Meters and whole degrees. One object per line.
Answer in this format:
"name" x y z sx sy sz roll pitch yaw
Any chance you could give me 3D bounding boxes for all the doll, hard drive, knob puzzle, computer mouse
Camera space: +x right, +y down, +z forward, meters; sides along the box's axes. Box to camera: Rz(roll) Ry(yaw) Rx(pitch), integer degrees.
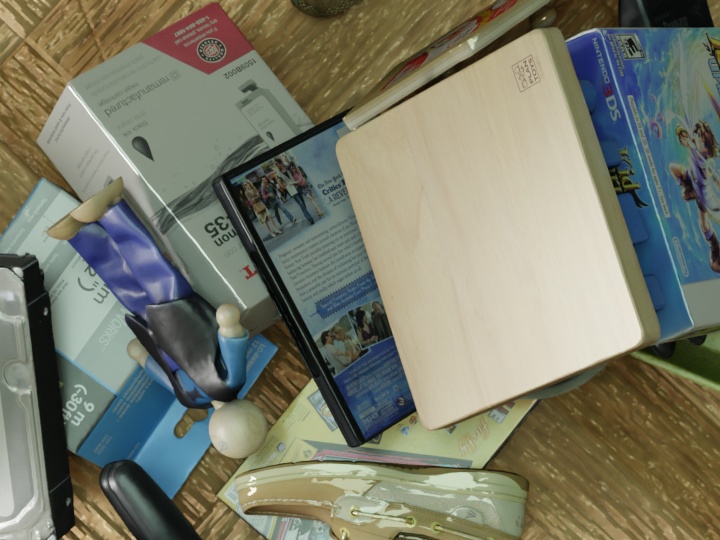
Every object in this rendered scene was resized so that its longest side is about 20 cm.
"doll" -0.126 0.038 1.598 0.048 0.136 0.200 -40 96 -35
"hard drive" -0.273 0.085 1.652 0.139 0.038 0.201 3 108 20
"knob puzzle" 0.094 -0.159 1.617 0.219 0.220 0.031 -34 96 0
"computer mouse" 0.227 -0.190 1.693 0.140 0.046 0.201 -30 107 -32

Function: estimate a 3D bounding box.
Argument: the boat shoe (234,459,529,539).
"boat shoe" 0.013 0.165 1.624 0.199 0.074 0.067 2 79 4

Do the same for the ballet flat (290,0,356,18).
"ballet flat" 0.028 -0.256 1.709 0.071 0.065 0.200 44 88 8

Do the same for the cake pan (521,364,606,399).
"cake pan" 0.094 -0.007 1.634 0.199 0.037 0.201 8 70 -24

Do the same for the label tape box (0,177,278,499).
"label tape box" -0.180 0.051 1.691 0.200 0.066 0.144 36 88 9

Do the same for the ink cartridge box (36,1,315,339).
"ink cartridge box" -0.100 -0.063 1.659 0.146 0.083 0.200 -33 80 -35

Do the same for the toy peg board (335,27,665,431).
"toy peg board" 0.107 -0.026 1.524 0.199 0.098 0.201 -26 78 45

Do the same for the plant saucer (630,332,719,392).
"plant saucer" 0.307 0.003 1.669 0.199 0.048 0.201 23 86 6

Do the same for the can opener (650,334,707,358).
"can opener" 0.195 -0.039 1.628 0.063 0.078 0.201 -38 57 41

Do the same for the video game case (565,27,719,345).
"video game case" 0.218 -0.060 1.573 0.045 0.181 0.201 -22 81 37

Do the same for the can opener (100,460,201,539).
"can opener" -0.108 0.209 1.656 0.200 0.063 0.079 46 63 -2

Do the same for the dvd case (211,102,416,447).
"dvd case" 0.000 0.000 1.617 0.142 0.018 0.201 -29 93 -35

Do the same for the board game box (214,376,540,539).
"board game box" 0.013 0.123 1.684 0.135 0.035 0.200 40 88 7
